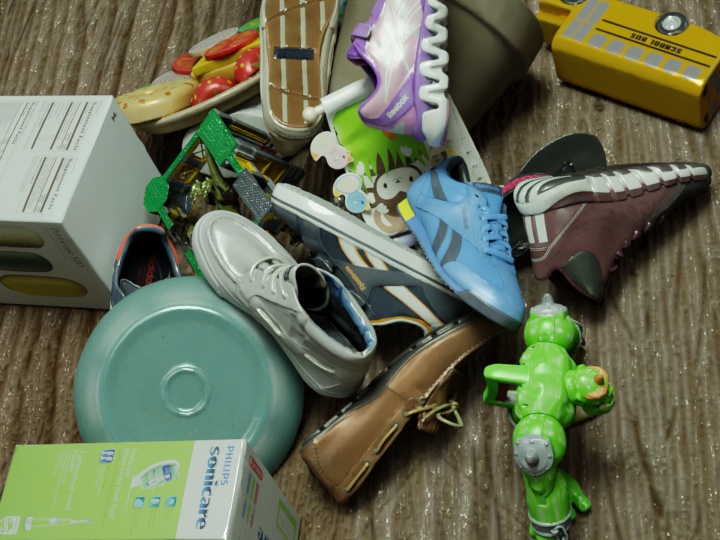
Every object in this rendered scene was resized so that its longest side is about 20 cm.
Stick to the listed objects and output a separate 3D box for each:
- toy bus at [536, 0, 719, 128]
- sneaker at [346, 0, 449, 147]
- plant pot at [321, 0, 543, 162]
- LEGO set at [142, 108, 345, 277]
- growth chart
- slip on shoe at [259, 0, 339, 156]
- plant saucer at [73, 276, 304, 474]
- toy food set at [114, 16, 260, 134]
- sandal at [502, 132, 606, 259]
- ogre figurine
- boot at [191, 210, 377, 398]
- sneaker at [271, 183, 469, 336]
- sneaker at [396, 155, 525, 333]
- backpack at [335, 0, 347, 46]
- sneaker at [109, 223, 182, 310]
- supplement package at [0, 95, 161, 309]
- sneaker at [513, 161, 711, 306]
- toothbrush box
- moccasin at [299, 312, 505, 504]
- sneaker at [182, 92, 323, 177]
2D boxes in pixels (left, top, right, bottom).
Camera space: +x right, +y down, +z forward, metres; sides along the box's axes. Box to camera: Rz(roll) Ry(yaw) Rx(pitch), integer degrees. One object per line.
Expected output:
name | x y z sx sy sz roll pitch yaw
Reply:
toy bus | 0.255 -0.209 1.187 0.199 0.065 0.079 26 68 31
sneaker | 0.032 -0.205 1.045 0.087 0.080 0.203 0 87 4
plant pot | 0.050 -0.188 1.177 0.199 0.200 0.175 23 81 30
LEGO set | -0.106 -0.051 1.190 0.200 0.115 0.155 44 106 40
growth chart | 0.047 -0.091 1.113 0.144 0.201 0.018 -34 19 -2
slip on shoe | -0.058 -0.202 1.158 0.075 0.061 0.202 2 65 -7
plant saucer | -0.147 0.104 1.049 0.198 0.036 0.202 0 83 -2
toy food set | -0.160 -0.202 1.284 0.198 0.049 0.198 -19 23 18
sandal | 0.145 -0.047 1.103 0.199 0.045 0.075 -39 89 -5
ogre figurine | 0.147 0.111 0.959 0.097 0.120 0.201 17 63 28
boot | -0.059 0.010 1.018 0.200 0.096 0.073 45 61 10
sneaker | 0.000 0.000 1.071 0.199 0.078 0.080 30 98 1
sneaker | 0.094 -0.030 1.026 0.079 0.066 0.201 -47 37 14
backpack | -0.056 -0.346 1.276 0.151 0.199 0.178 -51 52 11
sneaker | -0.193 0.052 1.107 0.074 0.085 0.202 -3 70 -17
supplement package | -0.322 -0.067 1.221 0.198 0.152 0.152 2 57 20
sneaker | 0.221 -0.031 1.075 0.198 0.117 0.076 -9 8 -24
toothbrush box | -0.165 0.205 0.980 0.198 0.146 0.087 -3 54 17
moccasin | 0.044 0.111 1.023 0.201 0.074 0.078 -41 85 -10
sneaker | -0.093 -0.164 1.277 0.198 0.076 0.089 -23 39 -6
